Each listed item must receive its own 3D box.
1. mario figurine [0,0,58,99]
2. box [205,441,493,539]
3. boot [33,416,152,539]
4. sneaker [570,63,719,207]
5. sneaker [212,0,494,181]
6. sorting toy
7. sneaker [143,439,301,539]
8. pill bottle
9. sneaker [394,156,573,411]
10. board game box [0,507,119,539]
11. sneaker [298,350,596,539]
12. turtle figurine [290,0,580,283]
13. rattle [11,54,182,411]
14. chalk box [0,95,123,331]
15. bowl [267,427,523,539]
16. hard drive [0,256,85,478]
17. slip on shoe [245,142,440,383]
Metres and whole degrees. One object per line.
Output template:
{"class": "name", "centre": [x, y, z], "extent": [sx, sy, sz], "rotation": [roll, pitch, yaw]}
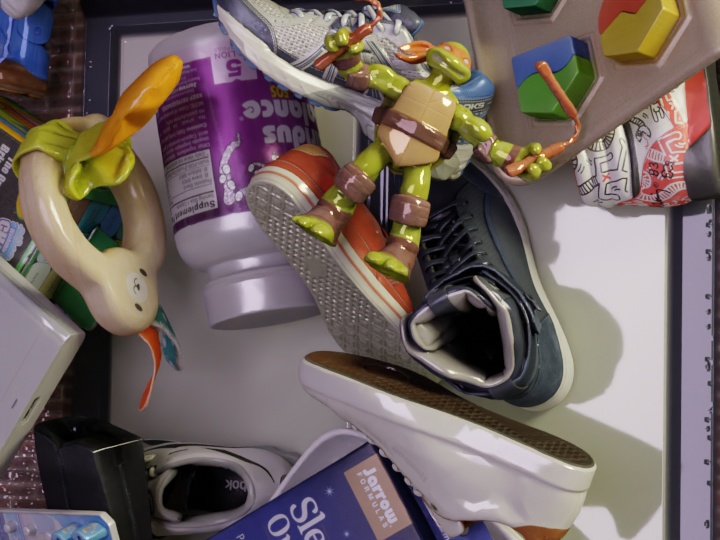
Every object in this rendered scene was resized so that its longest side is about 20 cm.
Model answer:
{"class": "mario figurine", "centre": [-0.261, -0.233, 1.462], "extent": [0.123, 0.106, 0.200], "rotation": [12, 92, 25]}
{"class": "box", "centre": [-0.015, 0.194, 1.284], "extent": [0.200, 0.032, 0.121], "rotation": [-32, 73, 16]}
{"class": "boot", "centre": [-0.201, 0.198, 1.371], "extent": [0.165, 0.066, 0.200], "rotation": [3, 112, 37]}
{"class": "sneaker", "centre": [0.175, -0.139, 1.291], "extent": [0.108, 0.067, 0.201], "rotation": [-7, 85, 20]}
{"class": "sneaker", "centre": [-0.001, -0.144, 1.292], "extent": [0.200, 0.077, 0.085], "rotation": [30, 108, -7]}
{"class": "sorting toy", "centre": [0.147, -0.174, 1.265], "extent": [0.200, 0.036, 0.185], "rotation": [-31, 53, 36]}
{"class": "sneaker", "centre": [-0.141, 0.153, 1.389], "extent": [0.200, 0.089, 0.074], "rotation": [-9, 83, 23]}
{"class": "pill bottle", "centre": [-0.079, -0.064, 1.366], "extent": [0.112, 0.112, 0.200], "rotation": [-13, 81, 21]}
{"class": "sneaker", "centre": [0.062, -0.005, 1.286], "extent": [0.077, 0.146, 0.202], "rotation": [-33, 72, 19]}
{"class": "board game box", "centre": [-0.222, 0.261, 1.357], "extent": [0.200, 0.026, 0.200], "rotation": [-4, 104, 40]}
{"class": "sneaker", "centre": [0.041, 0.118, 1.235], "extent": [0.200, 0.073, 0.085], "rotation": [25, 106, 19]}
{"class": "turtle figurine", "centre": [0.022, -0.085, 1.235], "extent": [0.200, 0.064, 0.161], "rotation": [29, 86, -7]}
{"class": "rattle", "centre": [-0.130, -0.023, 1.309], "extent": [0.143, 0.130, 0.200], "rotation": [-24, 87, 14]}
{"class": "chalk box", "centre": [-0.244, -0.034, 1.429], "extent": [0.200, 0.124, 0.125], "rotation": [35, 98, 20]}
{"class": "bowl", "centre": [0.018, 0.223, 1.323], "extent": [0.200, 0.075, 0.200], "rotation": [35, 100, 21]}
{"class": "hard drive", "centre": [-0.292, 0.034, 1.365], "extent": [0.200, 0.026, 0.132], "rotation": [39, 110, 19]}
{"class": "slip on shoe", "centre": [0.000, 0.000, 1.310], "extent": [0.074, 0.061, 0.200], "rotation": [-7, 125, 47]}
